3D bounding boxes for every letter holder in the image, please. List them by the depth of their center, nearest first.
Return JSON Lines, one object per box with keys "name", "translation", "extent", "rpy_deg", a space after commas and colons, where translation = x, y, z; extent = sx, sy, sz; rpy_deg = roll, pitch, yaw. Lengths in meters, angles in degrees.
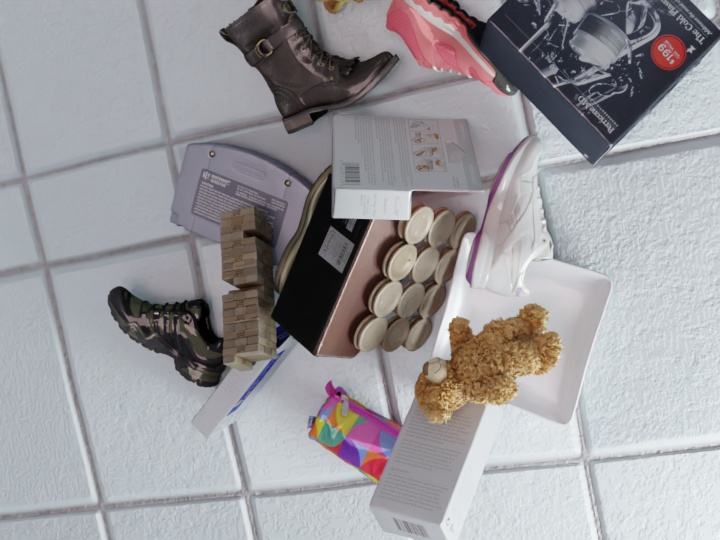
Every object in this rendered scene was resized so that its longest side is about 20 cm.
{"name": "letter holder", "translation": [0.000, 0.000, 1.387], "extent": [0.100, 0.141, 0.202], "rpy_deg": [36, 108, 41]}

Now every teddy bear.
{"name": "teddy bear", "translation": [0.151, 0.108, 1.343], "extent": [0.197, 0.067, 0.147], "rpy_deg": [-14, 54, 18]}

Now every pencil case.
{"name": "pencil case", "translation": [0.023, 0.234, 1.463], "extent": [0.198, 0.088, 0.089], "rpy_deg": [32, 107, 8]}

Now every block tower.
{"name": "block tower", "translation": [-0.145, 0.024, 1.426], "extent": [0.057, 0.054, 0.203], "rpy_deg": [-9, 71, 20]}

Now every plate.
{"name": "plate", "translation": [0.202, 0.071, 1.403], "extent": [0.197, 0.032, 0.203], "rpy_deg": [18, 104, 16]}

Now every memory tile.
{"name": "memory tile", "translation": [0.068, 0.012, 1.380], "extent": [0.017, 0.152, 0.202], "rpy_deg": [34, 109, 34]}

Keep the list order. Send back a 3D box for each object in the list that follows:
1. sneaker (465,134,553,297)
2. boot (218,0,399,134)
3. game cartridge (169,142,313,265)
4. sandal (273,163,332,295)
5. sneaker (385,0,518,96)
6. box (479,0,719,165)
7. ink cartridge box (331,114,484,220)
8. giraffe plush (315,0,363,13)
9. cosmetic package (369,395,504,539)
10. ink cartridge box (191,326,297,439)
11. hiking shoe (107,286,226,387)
{"name": "sneaker", "translation": [0.198, -0.063, 1.353], "extent": [0.098, 0.075, 0.203], "rpy_deg": [18, 87, 4]}
{"name": "boot", "translation": [-0.067, -0.284, 1.397], "extent": [0.198, 0.069, 0.176], "rpy_deg": [-24, 103, 22]}
{"name": "game cartridge", "translation": [-0.156, -0.094, 1.495], "extent": [0.197, 0.041, 0.135], "rpy_deg": [22, 101, 14]}
{"name": "sandal", "translation": [-0.048, -0.054, 1.428], "extent": [0.057, 0.080, 0.203], "rpy_deg": [26, 93, 14]}
{"name": "sneaker", "translation": [0.113, -0.277, 1.366], "extent": [0.200, 0.074, 0.087], "rpy_deg": [44, 129, 6]}
{"name": "box", "translation": [0.269, -0.260, 1.254], "extent": [0.182, 0.104, 0.200], "rpy_deg": [-44, 84, -3]}
{"name": "ink cartridge box", "translation": [0.051, -0.127, 1.324], "extent": [0.170, 0.201, 0.044], "rpy_deg": [2, 122, -3]}
{"name": "giraffe plush", "translation": [-0.046, -0.402, 1.362], "extent": [0.198, 0.172, 0.164], "rpy_deg": [-29, 102, -14]}
{"name": "cosmetic package", "translation": [0.098, 0.232, 1.371], "extent": [0.100, 0.202, 0.072], "rpy_deg": [9, 146, 28]}
{"name": "ink cartridge box", "translation": [-0.144, 0.136, 1.495], "extent": [0.039, 0.099, 0.201], "rpy_deg": [43, 108, 8]}
{"name": "hiking shoe", "translation": [-0.259, 0.070, 1.545], "extent": [0.199, 0.076, 0.101], "rpy_deg": [36, 100, 0]}
